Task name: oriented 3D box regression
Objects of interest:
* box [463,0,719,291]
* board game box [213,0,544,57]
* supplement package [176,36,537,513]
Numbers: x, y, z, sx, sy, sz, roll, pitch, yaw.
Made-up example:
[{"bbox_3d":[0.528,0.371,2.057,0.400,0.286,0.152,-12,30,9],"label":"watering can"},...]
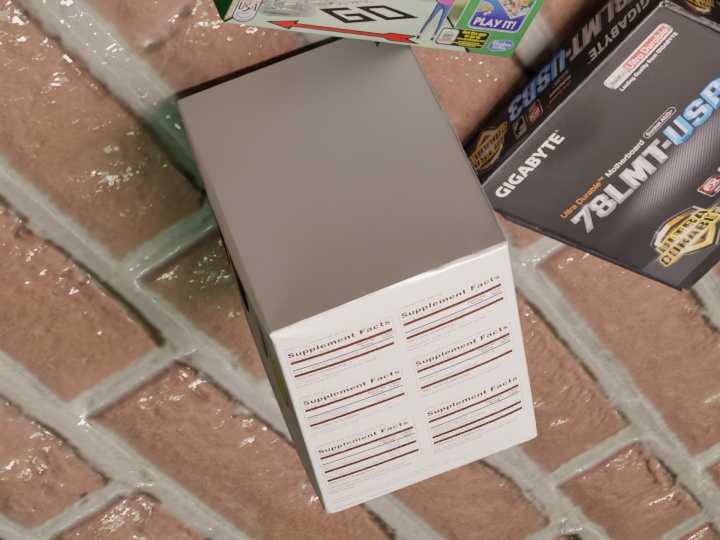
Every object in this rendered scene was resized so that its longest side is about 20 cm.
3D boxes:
[{"bbox_3d":[0.197,-0.088,1.428,0.198,0.050,0.200,20,130,-33],"label":"box"},{"bbox_3d":[0.029,-0.189,1.262,0.199,0.029,0.135,3,137,-31],"label":"board game box"},{"bbox_3d":[0.000,0.000,1.343,0.146,0.192,0.200,-20,143,-5],"label":"supplement package"}]
